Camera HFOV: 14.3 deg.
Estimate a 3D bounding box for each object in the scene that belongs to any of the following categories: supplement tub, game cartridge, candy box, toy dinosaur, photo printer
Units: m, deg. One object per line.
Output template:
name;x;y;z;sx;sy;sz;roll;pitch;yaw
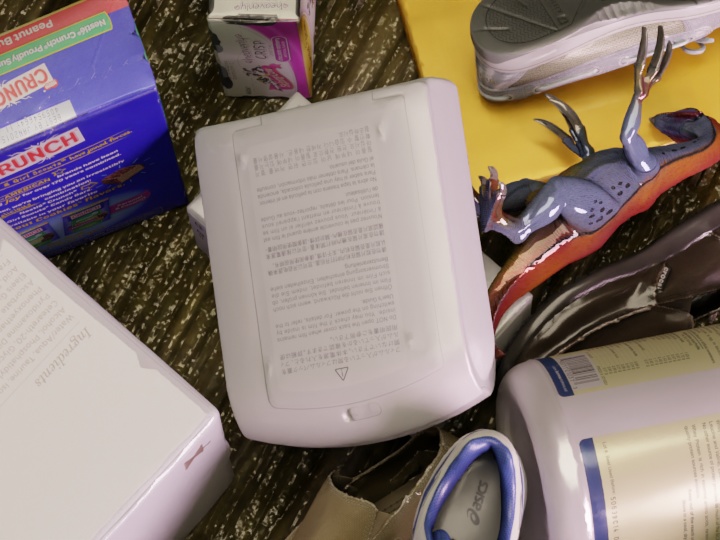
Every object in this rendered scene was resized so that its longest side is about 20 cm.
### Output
supplement tub;0.191;0.109;1.699;0.198;0.145;0.146;-10;73;-9
game cartridge;0.134;-0.145;1.844;0.199;0.032;0.177;-15;74;-1
candy box;-0.199;-0.074;1.739;0.168;0.200;0.077;-22;74;-5
candy box;-0.058;-0.225;1.815;0.061;0.136;0.202;2;74;3
toy dinosaur;0.143;-0.048;1.750;0.180;0.105;0.202;1;92;-23
photo printer;-0.007;0.001;1.682;0.165;0.069;0.202;-12;80;19

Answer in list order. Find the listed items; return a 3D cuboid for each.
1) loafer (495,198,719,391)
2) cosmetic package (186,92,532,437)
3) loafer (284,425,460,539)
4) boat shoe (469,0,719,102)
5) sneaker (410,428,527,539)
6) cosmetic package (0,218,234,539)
loafer;0.174;0.029;1.765;0.199;0.073;0.072;-32;73;-8
cosmetic package;0.000;0.000;1.773;0.200;0.085;0.108;43;79;12
loafer;-0.010;0.159;1.720;0.199;0.076;0.068;-35;118;-11
boat shoe;0.165;-0.160;1.805;0.201;0.065;0.075;-20;55;-10
sneaker;0.045;0.183;1.609;0.075;0.088;0.201;10;75;5
cosmetic package;-0.202;0.100;1.705;0.200;0.167;0.166;40;77;13
